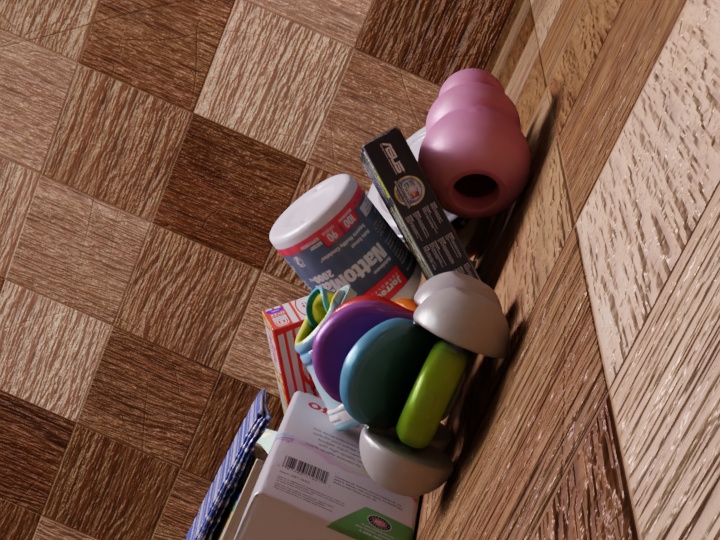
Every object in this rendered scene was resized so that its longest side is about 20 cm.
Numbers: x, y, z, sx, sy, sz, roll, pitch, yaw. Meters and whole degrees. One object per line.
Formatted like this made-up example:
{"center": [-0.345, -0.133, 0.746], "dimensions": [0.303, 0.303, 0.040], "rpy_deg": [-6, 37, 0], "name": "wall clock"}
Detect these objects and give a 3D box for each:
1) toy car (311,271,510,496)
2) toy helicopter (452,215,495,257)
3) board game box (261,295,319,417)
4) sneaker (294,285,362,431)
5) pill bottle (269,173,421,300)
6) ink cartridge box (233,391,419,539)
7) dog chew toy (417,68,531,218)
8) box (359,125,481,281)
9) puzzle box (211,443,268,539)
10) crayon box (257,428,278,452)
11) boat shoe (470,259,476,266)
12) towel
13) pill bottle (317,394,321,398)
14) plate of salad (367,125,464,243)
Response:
{"center": [0.032, 0.080, 1.086], "dimensions": [0.200, 0.150, 0.175], "rpy_deg": [-74, 8, -81], "name": "toy car"}
{"center": [0.142, -0.115, 1.562], "dimensions": [0.132, 0.079, 0.200], "rpy_deg": [-13, 62, 61], "name": "toy helicopter"}
{"center": [-0.033, 0.116, 1.608], "dimensions": [0.046, 0.151, 0.200], "rpy_deg": [-127, 22, -51], "name": "board game box"}
{"center": [0.023, 0.050, 1.228], "dimensions": [0.200, 0.131, 0.080], "rpy_deg": [-35, 3, -32], "name": "sneaker"}
{"center": [0.000, 0.000, 1.460], "dimensions": [0.119, 0.200, 0.120], "rpy_deg": [-35, 18, 13], "name": "pill bottle"}
{"center": [-0.025, 0.213, 1.176], "dimensions": [0.200, 0.145, 0.084], "rpy_deg": [-70, 4, -68], "name": "ink cartridge box"}
{"center": [0.127, -0.152, 1.421], "dimensions": [0.200, 0.124, 0.125], "rpy_deg": [-86, 15, -45], "name": "dog chew toy"}
{"center": [0.066, -0.052, 1.371], "dimensions": [0.044, 0.200, 0.160], "rpy_deg": [-29, 0, -1], "name": "box"}
{"center": [-0.141, 0.265, 1.439], "dimensions": [0.200, 0.025, 0.133], "rpy_deg": [172, 121, -80], "name": "puzzle box"}
{"center": [-0.085, 0.294, 1.625], "dimensions": [0.200, 0.058, 0.119], "rpy_deg": [44, -118, -47], "name": "crayon box"}
{"center": [0.085, 0.048, 1.563], "dimensions": [0.200, 0.057, 0.067], "rpy_deg": [115, 178, -50], "name": "boat shoe"}
{"center": [-0.148, 0.236, 1.421], "dimensions": [0.200, 0.024, 0.145], "rpy_deg": [-63, 7, 2], "name": "towel"}
{"center": [-0.023, 0.228, 1.542], "dimensions": [0.114, 0.114, 0.200], "rpy_deg": [125, 168, -84], "name": "pill bottle"}
{"center": [0.090, -0.108, 1.535], "dimensions": [0.200, 0.048, 0.200], "rpy_deg": [-28, 39, 25], "name": "plate of salad"}
